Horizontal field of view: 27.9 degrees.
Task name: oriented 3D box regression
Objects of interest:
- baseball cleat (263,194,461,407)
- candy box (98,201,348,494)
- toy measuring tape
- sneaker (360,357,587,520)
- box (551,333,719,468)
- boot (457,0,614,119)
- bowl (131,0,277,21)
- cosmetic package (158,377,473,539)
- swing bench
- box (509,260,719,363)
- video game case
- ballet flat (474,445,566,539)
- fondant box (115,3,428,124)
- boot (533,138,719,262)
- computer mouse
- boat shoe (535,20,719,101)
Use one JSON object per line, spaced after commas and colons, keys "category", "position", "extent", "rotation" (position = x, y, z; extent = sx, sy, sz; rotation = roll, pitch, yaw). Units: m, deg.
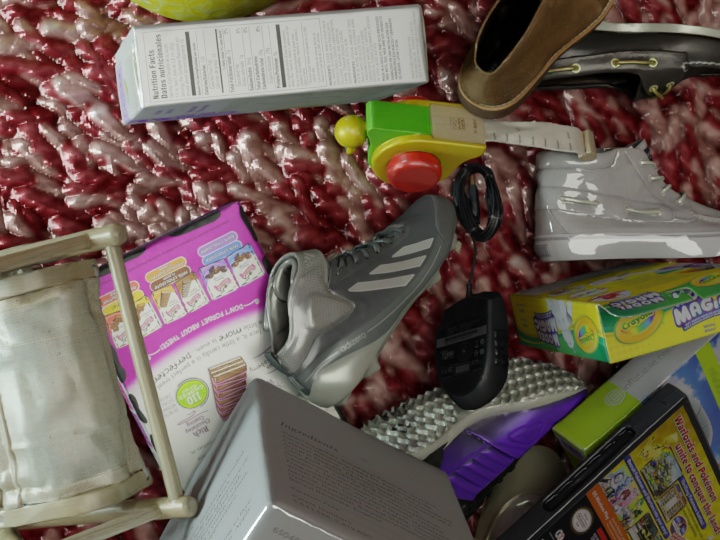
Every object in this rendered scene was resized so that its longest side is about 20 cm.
{"category": "baseball cleat", "position": [0.000, 0.000, 1.049], "extent": [0.106, 0.070, 0.200], "rotation": [44, 55, -21]}
{"category": "candy box", "position": [-0.109, 0.068, 1.061], "extent": [0.136, 0.061, 0.200], "rotation": [-27, 96, -13]}
{"category": "toy measuring tape", "position": [0.076, -0.092, 1.102], "extent": [0.200, 0.074, 0.074], "rotation": [5, 89, -13]}
{"category": "sneaker", "position": [0.086, 0.138, 1.112], "extent": [0.200, 0.070, 0.100], "rotation": [-19, 118, -25]}
{"category": "box", "position": [0.254, 0.106, 1.137], "extent": [0.200, 0.048, 0.122], "rotation": [-39, 126, -11]}
{"category": "boot", "position": [0.142, -0.205, 1.066], "extent": [0.074, 0.075, 0.200], "rotation": [31, 75, 13]}
{"category": "bowl", "position": [-0.108, -0.286, 1.039], "extent": [0.200, 0.108, 0.201], "rotation": [0, 89, -14]}
{"category": "cosmetic package", "position": [-0.034, 0.204, 0.941], "extent": [0.165, 0.200, 0.165], "rotation": [28, 103, -14]}
{"category": "swing bench", "position": [-0.233, 0.086, 0.975], "extent": [0.130, 0.200, 0.199], "rotation": [-16, 95, -37]}
{"category": "box", "position": [0.200, 0.028, 1.068], "extent": [0.117, 0.200, 0.048], "rotation": [-15, 93, -13]}
{"category": "video game case", "position": [0.206, 0.209, 1.109], "extent": [0.181, 0.025, 0.200], "rotation": [-40, 129, -10]}
{"category": "ballet flat", "position": [0.114, 0.231, 1.115], "extent": [0.069, 0.069, 0.200], "rotation": [27, 83, -13]}
{"category": "fondant box", "position": [-0.068, -0.145, 1.030], "extent": [0.200, 0.144, 0.058], "rotation": [-6, 93, -14]}
{"category": "boot", "position": [0.232, -0.057, 1.142], "extent": [0.200, 0.074, 0.096], "rotation": [-2, 90, -17]}
{"category": "computer mouse", "position": [0.090, 0.011, 1.099], "extent": [0.034, 0.059, 0.200], "rotation": [23, 63, -39]}
{"category": "boat shoe", "position": [0.213, -0.163, 1.139], "extent": [0.201, 0.072, 0.061], "rotation": [4, 86, -6]}
